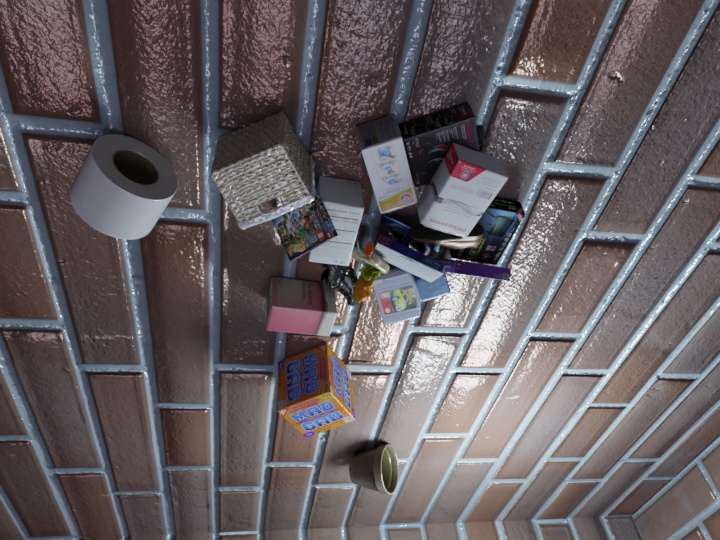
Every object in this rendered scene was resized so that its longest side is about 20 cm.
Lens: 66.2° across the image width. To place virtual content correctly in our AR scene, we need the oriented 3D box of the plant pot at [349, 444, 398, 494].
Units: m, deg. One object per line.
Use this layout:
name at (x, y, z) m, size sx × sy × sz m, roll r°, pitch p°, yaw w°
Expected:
plant pot at (0.052, 0.856, 2.374) m, size 0.171 × 0.202 × 0.201 m, roll -11°, pitch 136°, yaw 24°

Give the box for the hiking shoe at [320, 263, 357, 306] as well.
hiking shoe at (-0.066, 0.025, 1.652) m, size 0.099 × 0.076 × 0.202 m, roll -9°, pitch 125°, yaw 11°

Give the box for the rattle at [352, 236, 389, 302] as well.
rattle at (0.000, 0.000, 1.527) m, size 0.130 × 0.200 × 0.143 m, roll 44°, pitch 89°, yaw 4°

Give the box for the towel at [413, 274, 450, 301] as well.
towel at (0.174, 0.050, 1.718) m, size 0.197 × 0.049 × 0.113 m, roll -15°, pitch 129°, yaw 8°

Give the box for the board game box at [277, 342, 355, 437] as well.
board game box at (-0.153, 0.415, 1.903) m, size 0.198 × 0.201 × 0.201 m, roll -22°, pitch 132°, yaw 13°

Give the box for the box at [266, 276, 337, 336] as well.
box at (-0.180, 0.109, 1.664) m, size 0.197 × 0.129 × 0.110 m, roll 7°, pitch 131°, yaw -16°

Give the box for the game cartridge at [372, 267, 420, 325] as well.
game cartridge at (0.114, 0.079, 1.683) m, size 0.131 × 0.041 × 0.202 m, roll -16°, pitch 128°, yaw 3°

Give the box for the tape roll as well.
tape roll at (-0.545, -0.192, 1.277) m, size 0.201 × 0.204 × 0.139 m, roll 28°, pitch 123°, yaw -30°

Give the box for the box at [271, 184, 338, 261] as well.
box at (-0.149, -0.117, 1.407) m, size 0.037 × 0.138 × 0.199 m, roll -24°, pitch 180°, yaw -38°

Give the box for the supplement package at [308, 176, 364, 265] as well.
supplement package at (-0.069, -0.129, 1.466) m, size 0.115 × 0.118 × 0.202 m, roll 7°, pitch 131°, yaw -12°

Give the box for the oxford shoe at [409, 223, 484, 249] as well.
oxford shoe at (0.230, -0.086, 1.495) m, size 0.197 × 0.072 × 0.072 m, roll 4°, pitch 142°, yaw 6°

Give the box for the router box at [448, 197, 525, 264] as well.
router box at (0.357, -0.115, 1.582) m, size 0.148 × 0.063 × 0.202 m, roll 7°, pitch 131°, yaw -14°

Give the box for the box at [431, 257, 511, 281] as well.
box at (0.321, -0.004, 1.621) m, size 0.197 × 0.136 × 0.040 m, roll 8°, pitch 91°, yaw -25°

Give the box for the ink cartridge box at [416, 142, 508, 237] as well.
ink cartridge box at (0.247, -0.195, 1.373) m, size 0.143 × 0.084 × 0.201 m, roll 13°, pitch 131°, yaw -21°

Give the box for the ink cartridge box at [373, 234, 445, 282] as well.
ink cartridge box at (0.132, -0.035, 1.516) m, size 0.194 × 0.044 × 0.200 m, roll 25°, pitch 171°, yaw 0°

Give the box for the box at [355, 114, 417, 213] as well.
box at (0.066, -0.260, 1.368) m, size 0.100 × 0.113 × 0.201 m, roll -16°, pitch 134°, yaw 5°

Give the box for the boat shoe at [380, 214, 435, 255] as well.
boat shoe at (0.133, -0.090, 1.550) m, size 0.198 × 0.084 × 0.069 m, roll 27°, pitch 101°, yaw -27°

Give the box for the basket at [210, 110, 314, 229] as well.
basket at (-0.224, -0.239, 1.291) m, size 0.196 × 0.201 × 0.162 m, roll -20°, pitch 127°, yaw 10°

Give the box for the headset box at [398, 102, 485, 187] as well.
headset box at (0.209, -0.312, 1.366) m, size 0.197 × 0.076 × 0.150 m, roll -16°, pitch 134°, yaw 6°
